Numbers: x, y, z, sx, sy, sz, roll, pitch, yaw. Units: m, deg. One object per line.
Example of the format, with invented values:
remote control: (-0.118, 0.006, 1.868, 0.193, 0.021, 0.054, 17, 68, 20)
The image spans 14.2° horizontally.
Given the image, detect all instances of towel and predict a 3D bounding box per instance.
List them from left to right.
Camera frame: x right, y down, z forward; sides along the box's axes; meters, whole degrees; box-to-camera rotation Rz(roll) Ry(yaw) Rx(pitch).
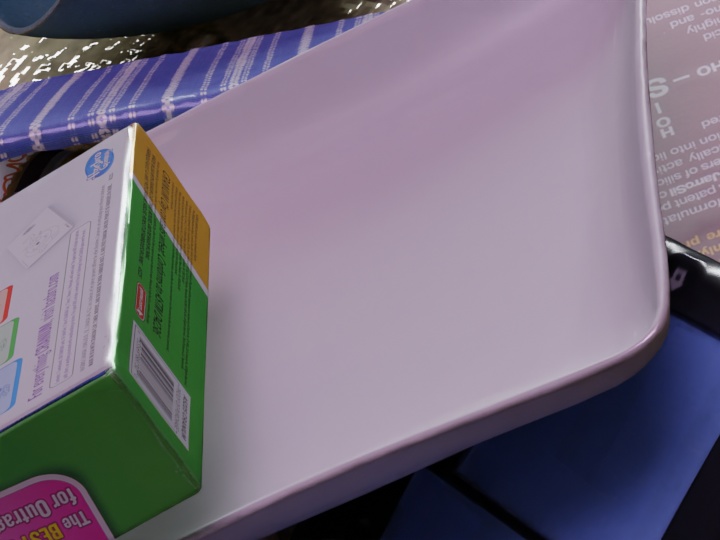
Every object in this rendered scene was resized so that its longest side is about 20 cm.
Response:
towel: (-0.044, -0.060, 0.981, 0.199, 0.024, 0.145, -11, 10, 2)

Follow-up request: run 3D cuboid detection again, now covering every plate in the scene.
plate: (0.000, 0.000, 0.801, 0.199, 0.032, 0.200, -25, 33, 21)

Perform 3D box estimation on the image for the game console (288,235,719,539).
game console: (0.049, 0.075, 0.754, 0.200, 0.031, 0.178, 32, 97, 57)

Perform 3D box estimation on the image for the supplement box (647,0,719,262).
supplement box: (0.124, -0.005, 0.883, 0.103, 0.131, 0.201, -18, 40, 4)

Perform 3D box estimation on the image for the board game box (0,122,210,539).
board game box: (-0.134, 0.053, 0.776, 0.199, 0.040, 0.153, -30, 23, 12)

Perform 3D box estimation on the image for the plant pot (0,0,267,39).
plant pot: (-0.058, -0.181, 1.128, 0.134, 0.201, 0.201, 8, 33, -25)

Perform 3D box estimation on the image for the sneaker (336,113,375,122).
sneaker: (0.020, -0.021, 0.941, 0.079, 0.130, 0.200, -2, 43, 18)

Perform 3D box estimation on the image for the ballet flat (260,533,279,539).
ballet flat: (-0.098, 0.130, 0.873, 0.067, 0.063, 0.200, 15, 51, 34)

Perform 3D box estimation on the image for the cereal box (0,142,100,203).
cereal box: (-0.102, -0.010, 1.044, 0.199, 0.040, 0.144, -11, 43, 10)

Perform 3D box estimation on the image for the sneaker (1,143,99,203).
sneaker: (-0.073, 0.016, 0.910, 0.089, 0.075, 0.201, -10, 34, 12)
